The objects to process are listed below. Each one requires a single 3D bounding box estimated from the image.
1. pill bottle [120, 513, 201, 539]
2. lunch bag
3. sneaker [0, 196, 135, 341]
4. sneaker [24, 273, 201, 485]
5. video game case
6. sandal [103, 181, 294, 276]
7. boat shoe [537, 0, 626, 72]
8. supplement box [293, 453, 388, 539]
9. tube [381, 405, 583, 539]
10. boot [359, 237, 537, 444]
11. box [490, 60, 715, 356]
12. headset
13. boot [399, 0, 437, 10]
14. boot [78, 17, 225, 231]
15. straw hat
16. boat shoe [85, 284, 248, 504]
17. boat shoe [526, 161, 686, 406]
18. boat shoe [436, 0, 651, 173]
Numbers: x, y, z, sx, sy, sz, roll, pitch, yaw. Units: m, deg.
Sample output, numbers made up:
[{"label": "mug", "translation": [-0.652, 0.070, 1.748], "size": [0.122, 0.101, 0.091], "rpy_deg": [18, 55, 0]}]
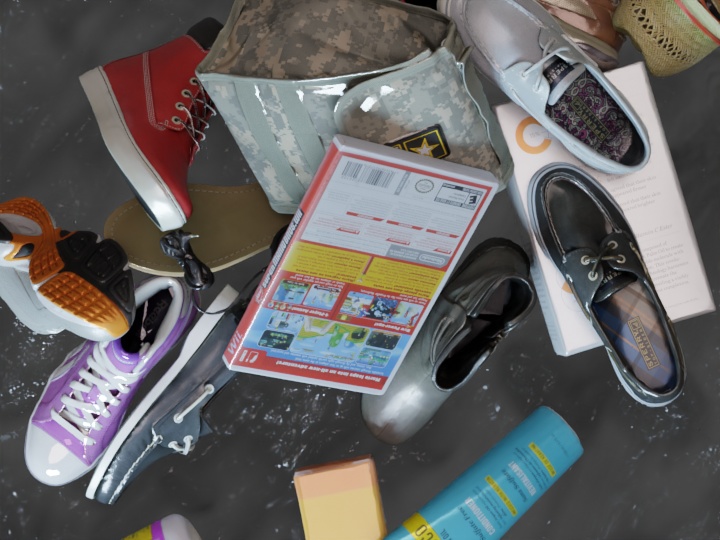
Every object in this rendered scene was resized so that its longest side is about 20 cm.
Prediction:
[{"label": "pill bottle", "translation": [-0.204, 0.277, 1.638], "size": [0.199, 0.104, 0.105], "rpy_deg": [-28, 88, -1]}, {"label": "lunch bag", "translation": [0.006, -0.120, 1.566], "size": [0.199, 0.164, 0.118], "rpy_deg": [7, 57, 28]}, {"label": "sneaker", "translation": [-0.226, 0.017, 1.621], "size": [0.075, 0.200, 0.093], "rpy_deg": [-29, 128, -23]}, {"label": "sneaker", "translation": [-0.201, 0.081, 1.640], "size": [0.072, 0.114, 0.201], "rpy_deg": [34, 90, 0]}, {"label": "video game case", "translation": [0.000, 0.000, 1.553], "size": [0.142, 0.017, 0.201], "rpy_deg": [11, 119, -33]}, {"label": "sandal", "translation": [-0.105, -0.031, 1.670], "size": [0.210, 0.070, 0.078], "rpy_deg": [-18, 71, -22]}, {"label": "boat shoe", "translation": [0.124, -0.227, 1.673], "size": [0.199, 0.076, 0.072], "rpy_deg": [28, 84, -7]}, {"label": "supplement box", "translation": [-0.002, 0.249, 1.658], "size": [0.066, 0.069, 0.202], "rpy_deg": [-10, 87, 0]}, {"label": "tube", "translation": [0.087, 0.189, 1.643], "size": [0.200, 0.050, 0.078], "rpy_deg": [-42, 98, -15]}, {"label": "boot", "translation": [0.061, 0.065, 1.615], "size": [0.067, 0.131, 0.201], "rpy_deg": [35, 105, -5]}, {"label": "box", "translation": [0.185, -0.047, 1.650], "size": [0.123, 0.097, 0.202], "rpy_deg": [-16, 89, 0]}, {"label": "headset", "translation": [-0.059, 0.010, 1.609], "size": [0.094, 0.199, 0.124], "rpy_deg": [46, 116, 36]}, {"label": "boot", "translation": [0.009, -0.211, 1.624], "size": [0.202, 0.154, 0.074], "rpy_deg": [19, 84, -2]}, {"label": "boot", "translation": [-0.127, -0.121, 1.620], "size": [0.143, 0.200, 0.073], "rpy_deg": [-25, 131, -2]}, {"label": "straw hat", "translation": [0.241, -0.196, 1.627], "size": [0.201, 0.201, 0.085], "rpy_deg": [47, 112, 1]}, {"label": "boat shoe", "translation": [-0.139, 0.107, 1.656], "size": [0.060, 0.076, 0.201], "rpy_deg": [35, 87, -1]}, {"label": "boat shoe", "translation": [0.188, 0.008, 1.571], "size": [0.068, 0.057, 0.201], "rpy_deg": [-29, 89, 0]}, {"label": "boat shoe", "translation": [0.141, -0.144, 1.538], "size": [0.201, 0.071, 0.070], "rpy_deg": [41, 86, -21]}]
